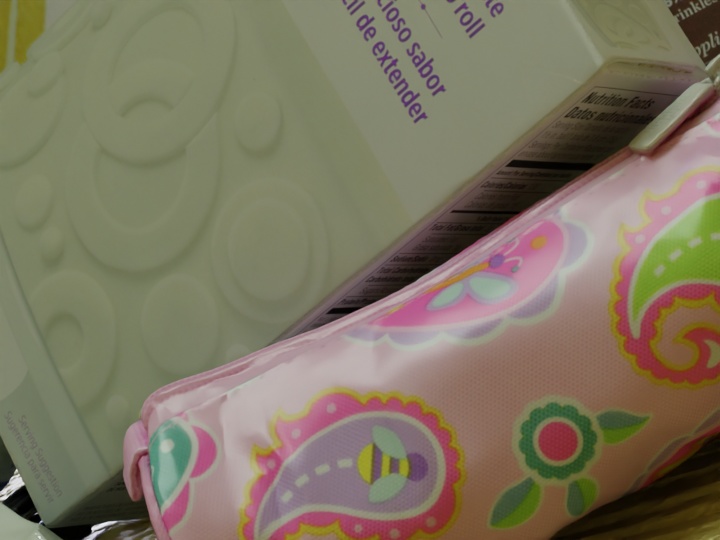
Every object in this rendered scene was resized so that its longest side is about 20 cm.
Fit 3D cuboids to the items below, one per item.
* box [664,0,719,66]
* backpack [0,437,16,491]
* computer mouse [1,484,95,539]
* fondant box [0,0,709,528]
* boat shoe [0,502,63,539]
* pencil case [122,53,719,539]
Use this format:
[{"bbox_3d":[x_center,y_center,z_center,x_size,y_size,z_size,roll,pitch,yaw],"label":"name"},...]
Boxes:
[{"bbox_3d":[0.107,-0.120,0.811,0.100,0.200,0.075,-27,-13,10],"label":"box"},{"bbox_3d":[-0.191,0.031,0.966,0.154,0.163,0.200,-27,45,20],"label":"backpack"},{"bbox_3d":[-0.139,0.114,0.878,0.200,0.034,0.059,-33,-16,-36],"label":"computer mouse"},{"bbox_3d":[-0.030,-0.048,0.734,0.200,0.144,0.058,-39,-21,26],"label":"fondant box"},{"bbox_3d":[-0.082,0.103,0.709,0.072,0.070,0.201,-57,21,-9],"label":"boat shoe"},{"bbox_3d":[0.044,0.021,0.672,0.200,0.088,0.087,-31,11,2],"label":"pencil case"}]
